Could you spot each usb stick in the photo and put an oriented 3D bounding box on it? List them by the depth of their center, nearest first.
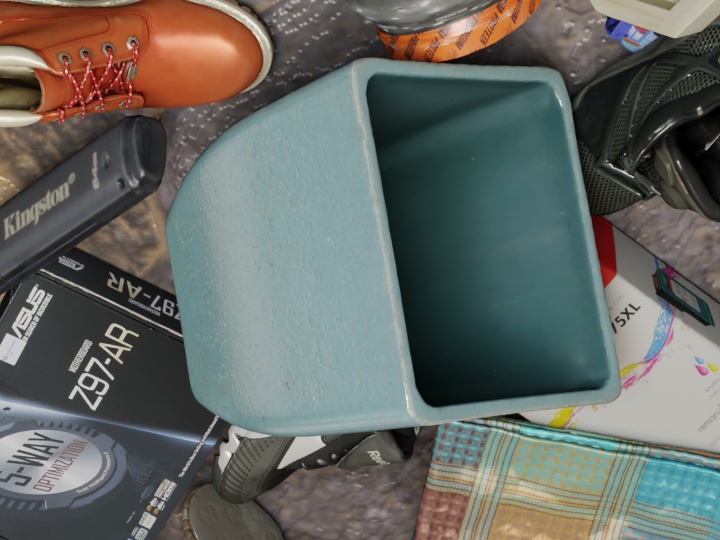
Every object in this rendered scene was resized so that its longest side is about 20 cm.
[{"bbox_3d":[-0.185,-0.032,1.505,0.033,0.056,0.200,25,141,-35],"label":"usb stick"}]

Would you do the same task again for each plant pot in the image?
[{"bbox_3d":[0.000,0.000,1.448,0.199,0.196,0.197,-14,83,39],"label":"plant pot"}]

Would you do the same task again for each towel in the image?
[{"bbox_3d":[0.133,0.165,1.578,0.199,0.022,0.147,11,116,-2],"label":"towel"}]

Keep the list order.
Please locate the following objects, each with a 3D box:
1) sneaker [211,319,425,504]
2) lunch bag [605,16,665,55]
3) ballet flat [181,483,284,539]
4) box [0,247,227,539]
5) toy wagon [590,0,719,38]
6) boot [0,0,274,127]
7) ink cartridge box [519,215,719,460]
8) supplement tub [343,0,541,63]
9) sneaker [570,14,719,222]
[{"bbox_3d":[-0.013,0.096,1.579,0.200,0.066,0.091,-44,68,21],"label":"sneaker"},{"bbox_3d":[0.244,-0.164,1.442,0.150,0.094,0.200,25,131,-13],"label":"lunch bag"},{"bbox_3d":[-0.057,0.218,1.678,0.046,0.068,0.200,-14,127,45],"label":"ballet flat"},{"bbox_3d":[-0.177,0.094,1.614,0.160,0.044,0.200,26,117,-13],"label":"box"},{"bbox_3d":[0.162,-0.230,1.367,0.039,0.155,0.201,-16,118,-37],"label":"toy wagon"},{"bbox_3d":[-0.150,-0.115,1.460,0.199,0.107,0.075,1,117,-1],"label":"boot"},{"bbox_3d":[0.149,0.046,1.564,0.200,0.067,0.116,34,115,-16],"label":"ink cartridge box"},{"bbox_3d":[0.023,-0.222,1.383,0.122,0.123,0.201,-19,118,12],"label":"supplement tub"},{"bbox_3d":[0.165,-0.066,1.447,0.076,0.115,0.199,31,144,-16],"label":"sneaker"}]
